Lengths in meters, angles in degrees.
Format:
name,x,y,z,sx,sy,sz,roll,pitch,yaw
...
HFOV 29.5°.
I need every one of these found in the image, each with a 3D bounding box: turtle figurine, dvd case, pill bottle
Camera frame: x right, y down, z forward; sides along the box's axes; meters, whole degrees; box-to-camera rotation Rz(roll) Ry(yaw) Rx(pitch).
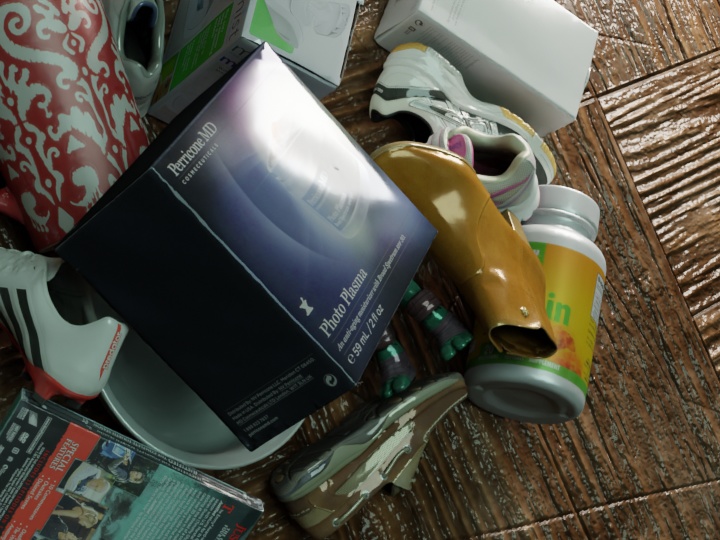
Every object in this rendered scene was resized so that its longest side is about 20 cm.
name,x,y,z,sx,sy,sz,roll,pitch,yaw
turtle figurine,0.000,0.000,1.139,0.201,0.149,0.101,52,43,-3
dvd case,-0.189,0.187,0.982,0.199,0.022,0.147,29,102,-21
pill bottle,0.164,0.028,1.253,0.110,0.111,0.202,25,64,-24

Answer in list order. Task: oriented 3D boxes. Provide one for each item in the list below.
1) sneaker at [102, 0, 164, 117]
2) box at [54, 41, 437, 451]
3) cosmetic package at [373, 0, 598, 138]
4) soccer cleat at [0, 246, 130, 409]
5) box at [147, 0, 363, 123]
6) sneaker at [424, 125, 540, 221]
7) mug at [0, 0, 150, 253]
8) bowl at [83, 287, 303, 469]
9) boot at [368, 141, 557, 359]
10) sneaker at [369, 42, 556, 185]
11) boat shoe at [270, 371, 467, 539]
name,x,y,z,sx,sy,sz,roll,pitch,yaw
sneaker,-0.189,-0.227,1.116,0.074,0.087,0.202,-5,78,-32
box,-0.073,-0.021,0.969,0.198,0.123,0.200,46,37,-12
cosmetic package,0.126,-0.225,1.323,0.199,0.081,0.114,33,61,-22
soccer cleat,-0.237,0.013,0.972,0.200,0.085,0.068,42,13,29
box,-0.076,-0.222,1.133,0.096,0.176,0.202,24,65,-25
sneaker,0.066,-0.086,1.207,0.198,0.089,0.082,-10,57,-10
mug,-0.250,-0.118,1.044,0.202,0.176,0.133,68,17,-3
bowl,-0.135,0.059,1.064,0.200,0.090,0.203,10,71,-30
boot,0.090,-0.012,1.122,0.200,0.071,0.145,28,36,-39
sneaker,0.092,-0.123,1.286,0.199,0.076,0.088,34,74,-15
boat shoe,0.015,0.154,1.149,0.199,0.076,0.072,-32,98,-26
